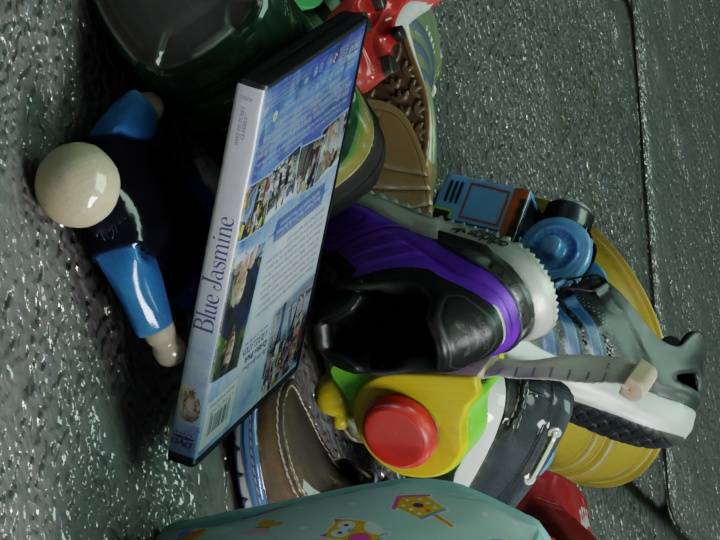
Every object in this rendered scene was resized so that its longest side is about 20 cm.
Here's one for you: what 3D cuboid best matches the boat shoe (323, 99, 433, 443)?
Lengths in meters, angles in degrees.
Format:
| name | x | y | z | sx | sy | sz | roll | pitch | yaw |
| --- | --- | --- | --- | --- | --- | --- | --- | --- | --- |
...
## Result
| name | x | y | z | sx | sy | sz | roll | pitch | yaw |
| --- | --- | --- | --- | --- | --- | --- | --- | --- | --- |
| boat shoe | 0.000 | 0.000 | 1.691 | 0.063 | 0.073 | 0.200 | 143 | -50 | -67 |

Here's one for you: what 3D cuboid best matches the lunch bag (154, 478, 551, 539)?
| name | x | y | z | sx | sy | sz | roll | pitch | yaw |
| --- | --- | --- | --- | --- | --- | --- | --- | --- | --- |
| lunch bag | -0.012 | 0.177 | 1.327 | 0.170 | 0.200 | 0.122 | -55 | 133 | -67 |

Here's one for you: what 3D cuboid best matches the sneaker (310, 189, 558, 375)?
| name | x | y | z | sx | sy | sz | roll | pitch | yaw |
| --- | --- | --- | --- | --- | --- | --- | --- | --- | --- |
| sneaker | 0.001 | 0.012 | 1.534 | 0.099 | 0.200 | 0.070 | -31 | 117 | -36 |

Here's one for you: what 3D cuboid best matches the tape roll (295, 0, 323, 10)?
| name | x | y | z | sx | sy | sz | roll | pitch | yaw |
| --- | --- | --- | --- | --- | --- | --- | --- | --- | --- |
| tape roll | -0.067 | -0.240 | 1.615 | 0.200 | 0.048 | 0.201 | -9 | 90 | -73 |

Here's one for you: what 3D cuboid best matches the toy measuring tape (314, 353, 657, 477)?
| name | x | y | z | sx | sy | sz | roll | pitch | yaw |
| --- | --- | --- | --- | --- | --- | --- | --- | --- | --- |
| toy measuring tape | 0.066 | 0.077 | 1.532 | 0.074 | 0.200 | 0.074 | -5 | 96 | -62 |

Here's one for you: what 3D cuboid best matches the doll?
| name | x | y | z | sx | sy | sz | roll | pitch | yaw |
| --- | --- | --- | --- | --- | --- | --- | --- | --- | --- |
| doll | -0.099 | -0.018 | 1.403 | 0.200 | 0.048 | 0.137 | 38 | 45 | -65 |

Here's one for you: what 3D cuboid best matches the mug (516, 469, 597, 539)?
| name | x | y | z | sx | sy | sz | roll | pitch | yaw |
| --- | --- | --- | --- | --- | --- | --- | --- | --- | --- |
| mug | 0.108 | 0.222 | 1.736 | 0.133 | 0.177 | 0.200 | 39 | 38 | -41 |

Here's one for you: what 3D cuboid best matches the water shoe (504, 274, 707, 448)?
| name | x | y | z | sx | sy | sz | roll | pitch | yaw |
| --- | --- | --- | --- | --- | --- | --- | --- | --- | --- |
| water shoe | 0.108 | 0.035 | 1.661 | 0.200 | 0.071 | 0.079 | 26 | 71 | -23 |

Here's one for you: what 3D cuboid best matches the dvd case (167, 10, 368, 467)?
| name | x | y | z | sx | sy | sz | roll | pitch | yaw |
| --- | --- | --- | --- | --- | --- | --- | --- | --- | --- |
| dvd case | -0.044 | -0.018 | 1.412 | 0.143 | 0.018 | 0.200 | -43 | 147 | -63 |

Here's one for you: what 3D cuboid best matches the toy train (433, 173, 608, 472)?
| name | x | y | z | sx | sy | sz | roll | pitch | yaw |
| --- | --- | --- | --- | --- | --- | --- | --- | --- | --- |
| toy train | 0.075 | 0.041 | 1.748 | 0.087 | 0.114 | 0.200 | 59 | 48 | -61 |

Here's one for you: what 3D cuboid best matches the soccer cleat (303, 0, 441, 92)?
| name | x | y | z | sx | sy | sz | roll | pitch | yaw |
| --- | --- | --- | --- | --- | --- | --- | --- | --- | --- |
| soccer cleat | -0.001 | -0.158 | 1.705 | 0.069 | 0.085 | 0.200 | 60 | 31 | -23 |

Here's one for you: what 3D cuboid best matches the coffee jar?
| name | x | y | z | sx | sy | sz | roll | pitch | yaw |
| --- | --- | --- | --- | --- | --- | --- | --- | --- | --- |
| coffee jar | -0.059 | -0.102 | 1.489 | 0.104 | 0.085 | 0.200 | 58 | 5 | 32 |

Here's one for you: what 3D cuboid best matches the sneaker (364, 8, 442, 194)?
| name | x | y | z | sx | sy | sz | roll | pitch | yaw |
| --- | --- | --- | --- | --- | --- | --- | --- | --- | --- |
| sneaker | 0.025 | -0.114 | 1.799 | 0.090 | 0.067 | 0.200 | 22 | 57 | -63 |

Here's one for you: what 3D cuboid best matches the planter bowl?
| name | x | y | z | sx | sy | sz | roll | pitch | yaw |
| --- | --- | --- | --- | --- | --- | --- | --- | --- | --- |
| planter bowl | 0.099 | 0.059 | 1.850 | 0.083 | 0.200 | 0.201 | -22 | 105 | -35 |

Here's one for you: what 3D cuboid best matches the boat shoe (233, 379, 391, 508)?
| name | x | y | z | sx | sy | sz | roll | pitch | yaw |
| --- | --- | --- | --- | --- | --- | --- | --- | --- | --- |
| boat shoe | -0.011 | 0.138 | 1.558 | 0.072 | 0.072 | 0.200 | -69 | 145 | -56 |

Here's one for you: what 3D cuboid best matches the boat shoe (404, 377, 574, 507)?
| name | x | y | z | sx | sy | sz | roll | pitch | yaw |
| --- | --- | --- | --- | --- | --- | --- | --- | --- | --- |
| boat shoe | 0.061 | 0.131 | 1.646 | 0.200 | 0.060 | 0.076 | 118 | -24 | -45 |
